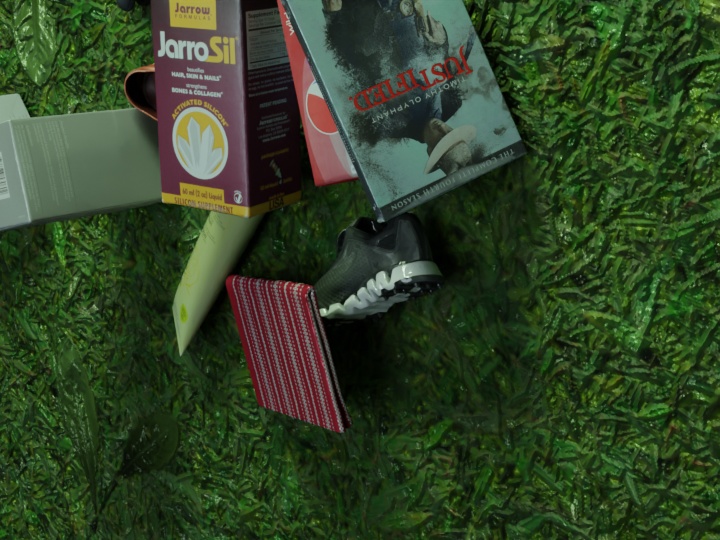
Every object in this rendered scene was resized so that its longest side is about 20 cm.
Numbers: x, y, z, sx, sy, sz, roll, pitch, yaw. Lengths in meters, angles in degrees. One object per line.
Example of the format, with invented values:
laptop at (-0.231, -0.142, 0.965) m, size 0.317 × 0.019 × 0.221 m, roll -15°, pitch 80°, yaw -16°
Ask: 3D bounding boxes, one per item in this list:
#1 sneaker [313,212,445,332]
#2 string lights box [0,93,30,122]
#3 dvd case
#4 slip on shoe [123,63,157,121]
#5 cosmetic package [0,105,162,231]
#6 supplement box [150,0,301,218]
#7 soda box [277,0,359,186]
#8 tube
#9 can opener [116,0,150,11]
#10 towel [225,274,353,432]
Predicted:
sneaker at (0.000, 0.000, 1.173) m, size 0.200 × 0.066 × 0.091 m, roll -26°, pitch 68°, yaw 48°
string lights box at (-0.461, -0.117, 1.517) m, size 0.200 × 0.059 × 0.103 m, roll -34°, pitch 80°, yaw 39°
dvd case at (0.038, -0.160, 1.040) m, size 0.201 × 0.146 × 0.022 m, roll 67°, pitch 165°, yaw -7°
slip on shoe at (-0.161, -0.161, 1.265) m, size 0.200 × 0.061 × 0.074 m, roll 26°, pitch 114°, yaw 30°
cosmetic package at (-0.294, -0.107, 1.296) m, size 0.090 × 0.200 × 0.107 m, roll -9°, pitch 92°, yaw 38°
supplement box at (-0.123, -0.160, 1.157) m, size 0.110 × 0.086 × 0.201 m, roll 11°, pitch 111°, yaw 32°
soda box at (-0.016, -0.178, 1.080) m, size 0.070 × 0.063 × 0.201 m, roll -9°, pitch 95°, yaw 39°
tube at (-0.157, -0.005, 1.304) m, size 0.052 × 0.058 × 0.200 m, roll 36°, pitch 124°, yaw 8°
can opener at (-0.202, -0.344, 1.253) m, size 0.079 × 0.063 × 0.200 m, roll 48°, pitch 125°, yaw 19°
towel at (-0.072, 0.076, 1.214) m, size 0.200 × 0.022 × 0.145 m, roll 6°, pitch 113°, yaw 63°
